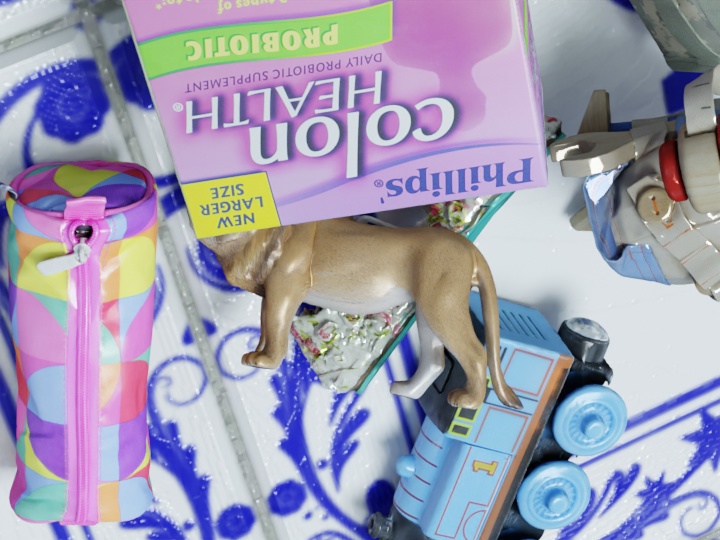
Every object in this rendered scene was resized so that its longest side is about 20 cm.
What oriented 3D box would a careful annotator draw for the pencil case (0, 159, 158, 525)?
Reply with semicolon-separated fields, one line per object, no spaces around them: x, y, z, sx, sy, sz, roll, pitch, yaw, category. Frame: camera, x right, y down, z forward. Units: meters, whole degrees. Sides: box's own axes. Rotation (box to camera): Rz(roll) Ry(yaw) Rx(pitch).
-0.147;0.039;0.989;0.088;0.088;0.202;-7;117;-19;pencil case

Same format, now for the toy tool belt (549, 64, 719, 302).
0.157;-0.040;1.015;0.122;0.200;0.126;-12;85;17;toy tool belt

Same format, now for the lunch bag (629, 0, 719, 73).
0.216;-0.183;0.959;0.118;0.199;0.164;-51;124;-17;lunch bag

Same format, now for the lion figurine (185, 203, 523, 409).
0.000;0.000;0.998;0.198;0.072;0.124;12;86;-1;lion figurine

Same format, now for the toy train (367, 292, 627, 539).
0.078;0.112;1.121;0.113;0.087;0.201;16;109;-18;toy train

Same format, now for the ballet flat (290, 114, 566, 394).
0.032;-0.020;1.049;0.064;0.076;0.200;39;90;1;ballet flat

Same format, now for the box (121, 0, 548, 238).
-0.014;-0.132;0.870;0.174;0.097;0.201;-8;127;8;box
